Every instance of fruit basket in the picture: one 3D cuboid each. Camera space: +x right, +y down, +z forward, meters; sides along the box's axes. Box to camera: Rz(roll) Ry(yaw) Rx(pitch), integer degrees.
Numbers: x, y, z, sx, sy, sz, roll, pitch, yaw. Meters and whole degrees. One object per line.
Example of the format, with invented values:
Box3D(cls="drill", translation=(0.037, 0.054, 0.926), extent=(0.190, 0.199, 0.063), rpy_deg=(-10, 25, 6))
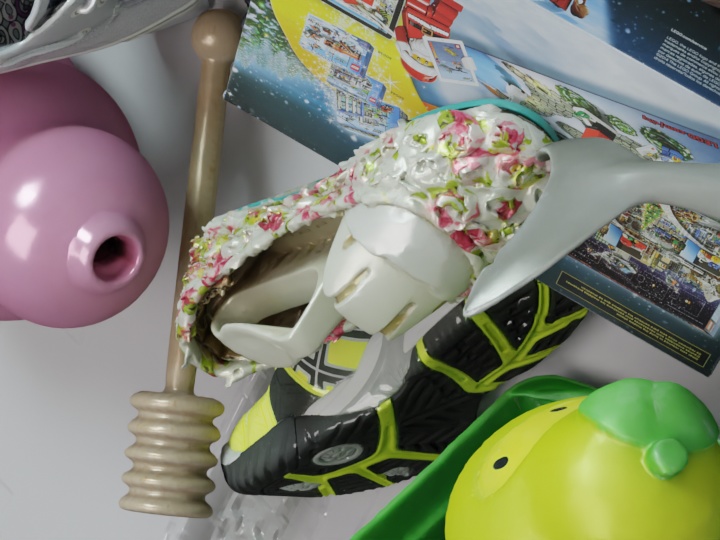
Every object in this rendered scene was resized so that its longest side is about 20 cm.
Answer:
Box3D(cls="fruit basket", translation=(0.060, 0.104, 1.007), extent=(0.155, 0.216, 0.216), rpy_deg=(22, 118, 34))

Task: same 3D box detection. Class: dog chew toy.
Box3D(cls="dog chew toy", translation=(-0.145, -0.037, 1.185), extent=(0.200, 0.124, 0.125), rpy_deg=(32, 126, 52))

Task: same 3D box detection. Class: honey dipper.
Box3D(cls="honey dipper", translation=(-0.067, -0.004, 1.169), extent=(0.038, 0.038, 0.200), rpy_deg=(2, 86, 42))

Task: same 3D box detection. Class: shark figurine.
Box3D(cls="shark figurine", translation=(0.148, 0.016, 0.899), extent=(0.128, 0.214, 0.090), rpy_deg=(-19, 56, 49))

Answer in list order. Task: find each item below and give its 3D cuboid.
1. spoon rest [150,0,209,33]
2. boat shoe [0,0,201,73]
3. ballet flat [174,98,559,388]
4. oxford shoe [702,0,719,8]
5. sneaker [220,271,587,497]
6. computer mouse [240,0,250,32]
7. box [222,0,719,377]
Box3D(cls="spoon rest", translation=(-0.121, -0.187, 1.176), extent=(0.099, 0.061, 0.200), rpy_deg=(-16, 94, 44))
Box3D(cls="boat shoe", translation=(-0.126, -0.109, 1.111), extent=(0.069, 0.200, 0.072), rpy_deg=(-160, 57, -69))
Box3D(cls="ballet flat", translation=(0.000, 0.000, 1.031), extent=(0.076, 0.064, 0.200), rpy_deg=(38, 149, -17))
Box3D(cls="oxford shoe", translation=(0.181, -0.073, 0.890), extent=(0.200, 0.071, 0.073), rpy_deg=(11, 115, 39))
Box3D(cls="sneaker", translation=(0.013, 0.025, 1.135), extent=(0.200, 0.075, 0.076), rpy_deg=(-40, 56, 40))
Box3D(cls="computer mouse", translation=(0.000, -0.151, 1.084), extent=(0.138, 0.053, 0.200), rpy_deg=(19, 117, 37))
Box3D(cls="box", translation=(0.057, -0.058, 0.998), extent=(0.200, 0.038, 0.137), rpy_deg=(30, 148, 6))
